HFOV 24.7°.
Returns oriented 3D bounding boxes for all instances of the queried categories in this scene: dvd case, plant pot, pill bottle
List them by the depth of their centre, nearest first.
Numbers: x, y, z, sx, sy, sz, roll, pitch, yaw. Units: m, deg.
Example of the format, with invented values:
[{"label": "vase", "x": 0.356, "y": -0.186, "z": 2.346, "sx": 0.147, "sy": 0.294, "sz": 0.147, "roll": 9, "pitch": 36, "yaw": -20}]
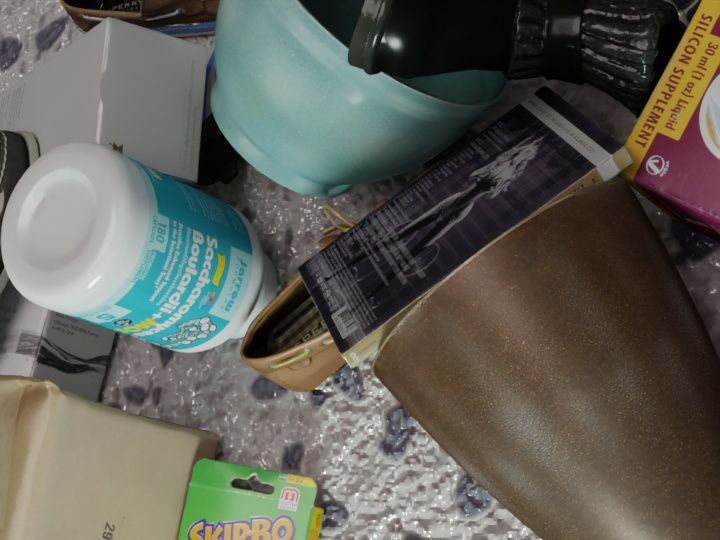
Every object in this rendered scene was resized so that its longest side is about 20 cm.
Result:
[{"label": "plant pot", "x": 0.138, "y": 0.085, "z": 0.940, "sx": 0.187, "sy": 0.187, "sz": 0.200, "roll": -40, "pitch": 72, "yaw": 16}, {"label": "dvd case", "x": 0.057, "y": -0.031, "z": 0.994, "sx": 0.200, "sy": 0.016, "sz": 0.149, "roll": -37, "pitch": 23, "yaw": 2}, {"label": "plant pot", "x": -0.018, "y": -0.135, "z": 1.095, "sx": 0.134, "sy": 0.200, "sz": 0.201, "roll": -50, "pitch": 54, "yaw": 32}, {"label": "pill bottle", "x": -0.139, "y": -0.008, "z": 1.116, "sx": 0.110, "sy": 0.200, "sz": 0.112, "roll": -10, "pitch": 71, "yaw": 30}]

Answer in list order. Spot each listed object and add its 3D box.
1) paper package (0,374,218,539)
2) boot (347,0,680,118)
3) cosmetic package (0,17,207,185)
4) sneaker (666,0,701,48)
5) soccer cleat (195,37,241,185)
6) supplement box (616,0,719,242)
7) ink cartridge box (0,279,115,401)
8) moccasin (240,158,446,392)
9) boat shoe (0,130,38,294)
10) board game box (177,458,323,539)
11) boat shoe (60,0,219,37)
[{"label": "paper package", "x": -0.200, "y": 0.185, "z": 1.102, "sx": 0.103, "sy": 0.190, "sz": 0.201, "roll": 4, "pitch": 78, "yaw": 32}, {"label": "boot", "x": 0.097, "y": -0.139, "z": 0.964, "sx": 0.157, "sy": 0.211, "sz": 0.080, "roll": 25, "pitch": 115, "yaw": 17}, {"label": "cosmetic package", "x": -0.197, "y": -0.099, "z": 1.207, "sx": 0.200, "sy": 0.084, "sz": 0.108, "roll": -15, "pitch": 66, "yaw": 54}, {"label": "sneaker", "x": 0.224, "y": -0.193, "z": 1.027, "sx": 0.199, "sy": 0.078, "sz": 0.080, "roll": -15, "pitch": 29, "yaw": 38}, {"label": "soccer cleat", "x": -0.087, "y": -0.158, "z": 1.208, "sx": 0.086, "sy": 0.070, "sz": 0.200, "roll": 41, "pitch": 98, "yaw": 39}, {"label": "supplement box", "x": 0.266, "y": -0.061, "z": 0.932, "sx": 0.199, "sy": 0.103, "sz": 0.131, "roll": 29, "pitch": 91, "yaw": 35}, {"label": "ink cartridge box", "x": -0.272, "y": 0.069, "z": 1.249, "sx": 0.144, "sy": 0.084, "sz": 0.201, "roll": 9, "pitch": 81, "yaw": 35}, {"label": "moccasin", "x": -0.001, "y": -0.001, "z": 1.099, "sx": 0.201, "sy": 0.078, "sz": 0.074, "roll": -38, "pitch": 58, "yaw": 18}, {"label": "boat shoe", "x": -0.286, "y": -0.009, "z": 1.176, "sx": 0.072, "sy": 0.060, "sz": 0.202, "roll": 18, "pitch": 91, "yaw": 53}, {"label": "board game box", "x": -0.086, "y": 0.233, "z": 1.106, "sx": 0.095, "sy": 0.030, "sz": 0.201, "roll": 7, "pitch": 82, "yaw": 21}, {"label": "boat shoe", "x": -0.143, "y": -0.219, "z": 1.259, "sx": 0.199, "sy": 0.072, "sz": 0.073, "roll": -19, "pitch": 66, "yaw": 27}]
